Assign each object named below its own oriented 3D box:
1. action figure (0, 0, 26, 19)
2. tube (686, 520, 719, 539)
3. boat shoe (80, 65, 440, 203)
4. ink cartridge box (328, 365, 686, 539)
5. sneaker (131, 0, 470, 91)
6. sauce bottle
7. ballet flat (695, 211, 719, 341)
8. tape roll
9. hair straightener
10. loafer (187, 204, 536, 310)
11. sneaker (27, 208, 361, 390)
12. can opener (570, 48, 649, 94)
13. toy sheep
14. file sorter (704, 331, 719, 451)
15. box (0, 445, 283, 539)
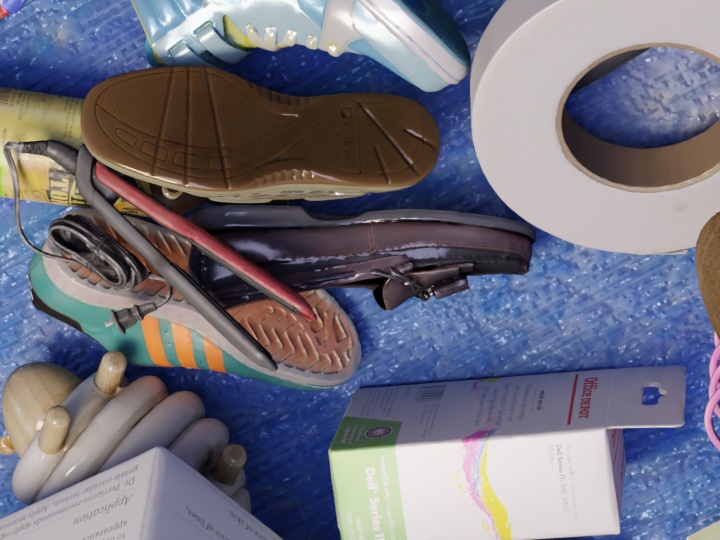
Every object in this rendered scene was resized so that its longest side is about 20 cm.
[{"bbox_3d":[-0.166,-0.201,1.493,0.200,0.065,0.052,-35,106,17],"label":"action figure"},{"bbox_3d":[0.262,0.230,1.577,0.052,0.058,0.200,-15,104,33],"label":"tube"},{"bbox_3d":[-0.058,-0.068,1.484,0.200,0.063,0.073,8,74,-8],"label":"boat shoe"},{"bbox_3d":[0.091,0.107,1.524,0.200,0.117,0.067,-5,105,10],"label":"ink cartridge box"},{"bbox_3d":[-0.044,-0.139,1.490,0.200,0.080,0.131,40,106,5],"label":"sneaker"},{"bbox_3d":[-0.138,-0.065,1.528,0.200,0.065,0.065,7,108,0],"label":"sauce bottle"},{"bbox_3d":[0.221,0.064,1.315,0.068,0.072,0.200,-20,98,17],"label":"ballet flat"},{"bbox_3d":[0.160,-0.092,1.452,0.203,0.037,0.203,0,134,0],"label":"tape roll"},{"bbox_3d":[-0.124,-0.004,1.468,0.200,0.041,0.077,35,87,7],"label":"hair straightener"},{"bbox_3d":[0.000,0.000,1.514,0.200,0.072,0.063,2,76,-2],"label":"loafer"},{"bbox_3d":[-0.099,0.025,1.557,0.200,0.071,0.080,22,150,-14],"label":"sneaker"},{"bbox_3d":[0.154,-0.137,1.470,0.200,0.063,0.079,-28,102,14],"label":"can opener"},{"bbox_3d":[-0.130,0.125,1.552,0.200,0.138,0.138,41,108,8],"label":"toy sheep"},{"bbox_3d":[0.271,0.048,1.441,0.125,0.200,0.139,43,107,-3],"label":"file sorter"},{"bbox_3d":[-0.126,0.228,1.478,0.199,0.131,0.200,-25,129,31],"label":"box"}]
